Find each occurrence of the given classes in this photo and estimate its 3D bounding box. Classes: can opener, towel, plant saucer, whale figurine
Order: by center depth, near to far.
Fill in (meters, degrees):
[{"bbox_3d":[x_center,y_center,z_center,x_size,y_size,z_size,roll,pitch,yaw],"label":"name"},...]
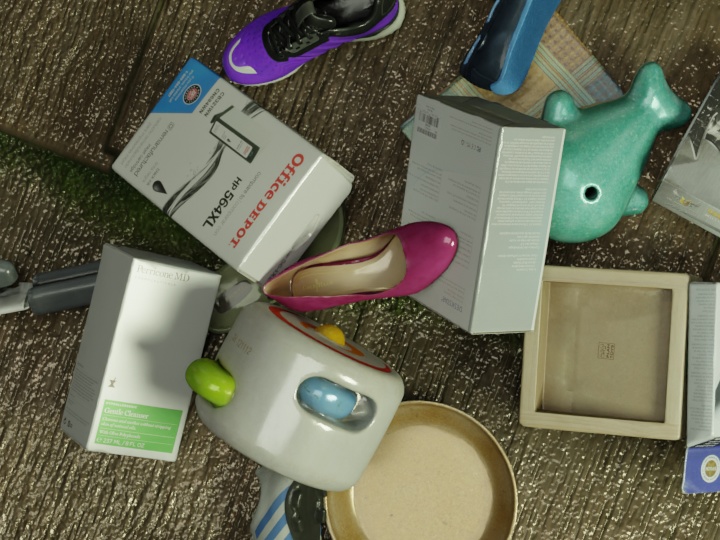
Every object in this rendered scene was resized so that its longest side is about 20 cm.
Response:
[{"bbox_3d":[0.239,-0.112,1.563,0.200,0.104,0.159,-39,110,4],"label":"whale figurine"},{"bbox_3d":[0.161,-0.155,1.632,0.200,0.022,0.147,-40,85,5],"label":"towel"},{"bbox_3d":[0.063,0.233,1.634,0.199,0.035,0.201,0,89,9],"label":"plant saucer"},{"bbox_3d":[-0.335,0.015,1.683,0.199,0.053,0.067,-7,124,6],"label":"can opener"}]

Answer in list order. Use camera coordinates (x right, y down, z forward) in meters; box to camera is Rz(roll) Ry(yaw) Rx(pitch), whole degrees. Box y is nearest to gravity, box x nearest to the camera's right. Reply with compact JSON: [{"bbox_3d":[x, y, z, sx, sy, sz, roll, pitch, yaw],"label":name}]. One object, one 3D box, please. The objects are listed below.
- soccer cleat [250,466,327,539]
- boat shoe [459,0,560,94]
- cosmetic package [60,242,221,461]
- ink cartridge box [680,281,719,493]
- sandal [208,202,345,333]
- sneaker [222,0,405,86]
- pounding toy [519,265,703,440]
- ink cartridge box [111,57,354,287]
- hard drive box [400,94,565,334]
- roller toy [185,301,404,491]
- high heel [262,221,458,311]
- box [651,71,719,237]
[{"bbox_3d":[-0.077,0.293,1.648,0.086,0.070,0.201,15,107,45],"label":"soccer cleat"},{"bbox_3d":[0.154,-0.276,1.593,0.068,0.084,0.201,17,71,31],"label":"boat shoe"},{"bbox_3d":[-0.226,0.083,1.632,0.107,0.085,0.201,10,96,-32],"label":"cosmetic package"},{"bbox_3d":[0.391,0.113,1.523,0.199,0.041,0.201,1,91,-35],"label":"ink cartridge box"},{"bbox_3d":[-0.092,-0.008,1.649,0.201,0.057,0.080,-45,84,6],"label":"sandal"},{"bbox_3d":[-0.056,-0.252,1.624,0.199,0.100,0.070,-22,84,7],"label":"sneaker"},{"bbox_3d":[0.272,0.094,1.568,0.199,0.142,0.185,3,89,19],"label":"pounding toy"},{"bbox_3d":[-0.129,-0.098,1.610,0.200,0.084,0.146,37,91,28],"label":"ink cartridge box"},{"bbox_3d":[0.110,-0.057,1.542,0.076,0.156,0.201,-1,108,-29],"label":"hard drive box"},{"bbox_3d":[-0.055,0.117,1.561,0.182,0.200,0.140,29,94,19],"label":"roller toy"},{"bbox_3d":[0.000,0.000,1.535,0.200,0.096,0.068,-27,74,41],"label":"high heel"},{"bbox_3d":[0.406,-0.091,1.547,0.199,0.048,0.159,30,67,9],"label":"box"}]
